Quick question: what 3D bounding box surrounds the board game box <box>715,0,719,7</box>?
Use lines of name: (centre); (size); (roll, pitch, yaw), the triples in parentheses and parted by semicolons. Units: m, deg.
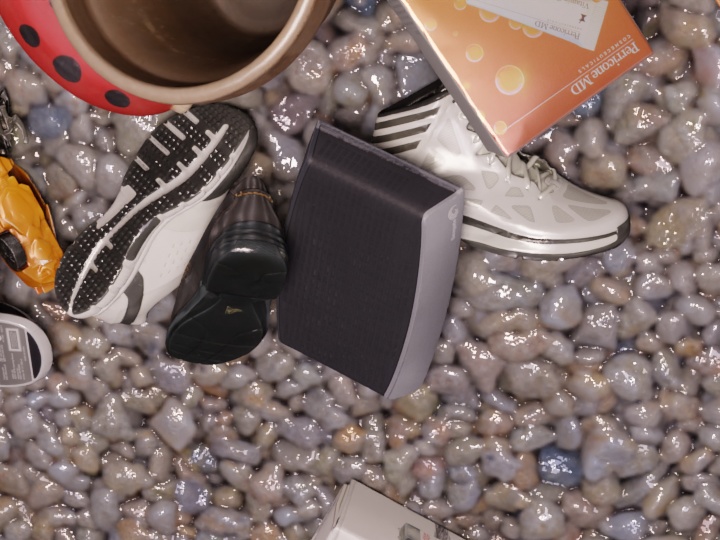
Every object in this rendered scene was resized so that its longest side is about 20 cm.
board game box: (0.265, -0.301, 1.180); (0.199, 0.200, 0.201); (-32, 104, 19)

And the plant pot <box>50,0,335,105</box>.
plant pot: (-0.088, -0.209, 1.271); (0.198, 0.174, 0.203); (1, 92, 18)

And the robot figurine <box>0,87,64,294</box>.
robot figurine: (-0.307, -0.057, 1.420); (0.144, 0.058, 0.201); (-32, 100, -26)

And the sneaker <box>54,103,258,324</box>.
sneaker: (-0.145, -0.041, 1.430); (0.200, 0.080, 0.074); (-47, 55, 11)

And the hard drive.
hard drive: (0.000, 0.000, 1.381); (0.134, 0.042, 0.201); (27, 135, 17)

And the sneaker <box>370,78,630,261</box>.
sneaker: (0.100, -0.078, 1.364); (0.198, 0.076, 0.116); (8, 115, 8)

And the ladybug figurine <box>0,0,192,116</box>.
ladybug figurine: (-0.192, -0.189, 1.365); (0.136, 0.072, 0.200); (-41, 101, 21)

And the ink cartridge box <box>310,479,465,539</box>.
ink cartridge box: (0.039, 0.281, 1.515); (0.199, 0.085, 0.146); (29, 113, -2)

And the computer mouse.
computer mouse: (-0.335, 0.052, 1.500); (0.198, 0.044, 0.111); (4, 123, 7)

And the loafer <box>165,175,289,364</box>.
loafer: (-0.097, 0.007, 1.415); (0.072, 0.073, 0.200); (12, 148, -19)

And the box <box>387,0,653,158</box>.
box: (0.087, -0.194, 1.280); (0.124, 0.097, 0.201); (-35, 98, 1)
